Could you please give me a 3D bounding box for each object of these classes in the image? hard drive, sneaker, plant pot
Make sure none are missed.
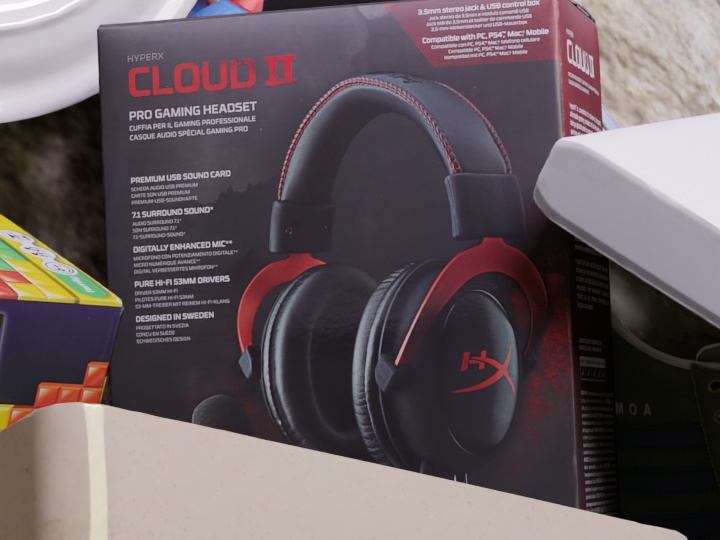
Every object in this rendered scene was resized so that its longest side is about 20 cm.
[{"bbox_3d":[0.150,-0.007,0.824,0.132,0.026,0.200,34,22,22],"label":"hard drive"},{"bbox_3d":[0.113,0.053,0.885,0.200,0.090,0.067,53,38,4],"label":"sneaker"},{"bbox_3d":[-0.044,0.163,0.716,0.199,0.200,0.177,15,62,-32],"label":"plant pot"}]

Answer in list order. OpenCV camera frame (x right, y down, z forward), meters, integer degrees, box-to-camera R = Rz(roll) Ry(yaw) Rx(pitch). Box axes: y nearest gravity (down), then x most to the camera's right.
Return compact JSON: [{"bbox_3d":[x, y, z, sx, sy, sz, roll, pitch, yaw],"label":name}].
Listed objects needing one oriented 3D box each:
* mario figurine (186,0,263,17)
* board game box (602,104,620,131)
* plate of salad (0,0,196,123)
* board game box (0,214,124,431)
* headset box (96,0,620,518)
[{"bbox_3d":[-0.047,-0.064,0.951,0.200,0.106,0.123,41,39,14],"label":"mario figurine"},{"bbox_3d":[0.056,-0.071,0.993,0.151,0.037,0.200,56,10,27],"label":"board game box"},{"bbox_3d":[-0.132,-0.146,0.865,0.200,0.048,0.201,0,89,-27],"label":"plate of salad"},{"bbox_3d":[-0.186,-0.007,0.730,0.165,0.057,0.200,6,17,-40],"label":"board game box"},{"bbox_3d":[0.000,0.000,0.838,0.075,0.148,0.201,13,75,-75],"label":"headset box"}]
